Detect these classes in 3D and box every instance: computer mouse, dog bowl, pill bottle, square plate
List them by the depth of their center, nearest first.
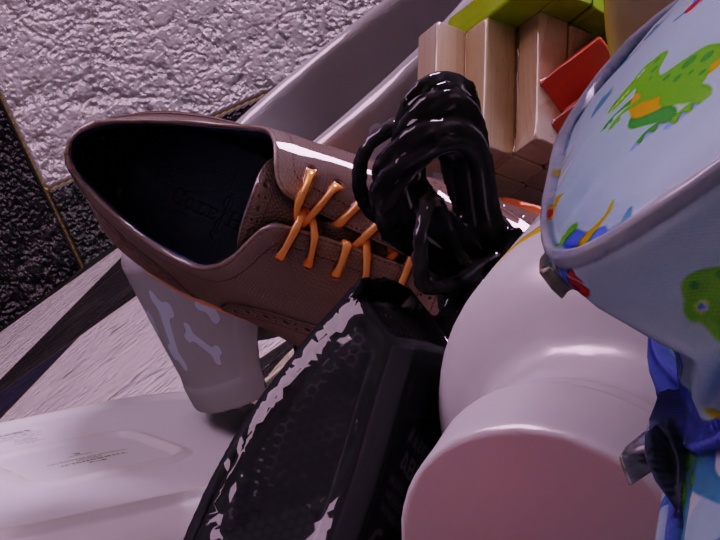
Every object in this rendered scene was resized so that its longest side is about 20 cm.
[{"bbox_3d":[0.084,0.017,0.648,0.104,0.104,0.200,-31,10,40],"label":"pill bottle"},{"bbox_3d":[-0.005,0.065,0.655,0.053,0.139,0.200,7,61,26],"label":"computer mouse"},{"bbox_3d":[-0.092,0.075,0.916,0.199,0.029,0.198,-10,11,-27],"label":"square plate"},{"bbox_3d":[0.001,-0.039,0.948,0.200,0.059,0.200,-38,12,10],"label":"dog bowl"}]

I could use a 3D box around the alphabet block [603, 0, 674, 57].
[{"bbox_3d":[0.171,-0.146,0.608,0.199,0.196,0.196,4,27,26],"label":"alphabet block"}]

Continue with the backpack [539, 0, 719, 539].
[{"bbox_3d":[0.124,-0.007,0.446,0.183,0.147,0.200,-34,5,9],"label":"backpack"}]

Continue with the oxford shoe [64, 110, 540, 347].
[{"bbox_3d":[0.000,0.000,0.801,0.073,0.199,0.072,29,-102,-63],"label":"oxford shoe"}]

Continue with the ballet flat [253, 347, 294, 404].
[{"bbox_3d":[-0.037,0.079,1.070,0.200,0.068,0.062,-34,-22,6],"label":"ballet flat"}]

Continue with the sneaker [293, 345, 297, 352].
[{"bbox_3d":[0.027,0.035,0.927,0.111,0.077,0.200,-43,14,22],"label":"sneaker"}]

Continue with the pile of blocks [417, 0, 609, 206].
[{"bbox_3d":[0.080,-0.104,0.862,0.062,0.082,0.200,-34,20,49],"label":"pile of blocks"}]
